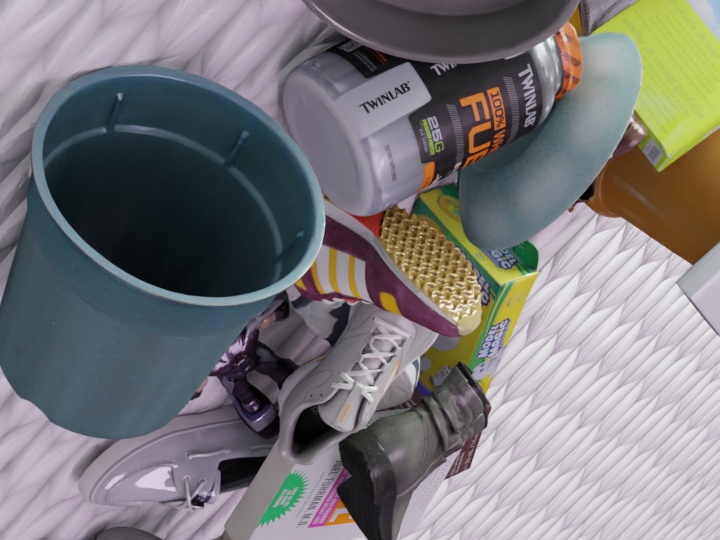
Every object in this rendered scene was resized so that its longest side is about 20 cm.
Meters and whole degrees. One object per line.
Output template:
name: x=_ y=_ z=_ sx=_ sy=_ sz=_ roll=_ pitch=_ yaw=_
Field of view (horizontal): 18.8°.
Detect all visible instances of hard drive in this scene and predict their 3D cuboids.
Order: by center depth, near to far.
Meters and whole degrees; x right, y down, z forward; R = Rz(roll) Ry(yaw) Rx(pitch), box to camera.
hard drive: x=0.354 y=-0.032 z=1.790 sx=0.200 sy=0.027 sz=0.132 roll=-43 pitch=152 yaw=4

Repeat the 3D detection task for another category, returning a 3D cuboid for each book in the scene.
book: x=-0.008 y=0.174 z=1.871 sx=0.200 sy=0.048 sz=0.134 roll=-3 pitch=135 yaw=-43

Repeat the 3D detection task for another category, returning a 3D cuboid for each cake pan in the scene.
cake pan: x=0.049 y=-0.211 z=1.436 sx=0.200 sy=0.037 sz=0.200 roll=8 pitch=149 yaw=5

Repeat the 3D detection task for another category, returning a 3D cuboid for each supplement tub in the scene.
supplement tub: x=0.055 y=-0.132 z=1.578 sx=0.200 sy=0.123 sz=0.123 roll=-29 pitch=149 yaw=-20

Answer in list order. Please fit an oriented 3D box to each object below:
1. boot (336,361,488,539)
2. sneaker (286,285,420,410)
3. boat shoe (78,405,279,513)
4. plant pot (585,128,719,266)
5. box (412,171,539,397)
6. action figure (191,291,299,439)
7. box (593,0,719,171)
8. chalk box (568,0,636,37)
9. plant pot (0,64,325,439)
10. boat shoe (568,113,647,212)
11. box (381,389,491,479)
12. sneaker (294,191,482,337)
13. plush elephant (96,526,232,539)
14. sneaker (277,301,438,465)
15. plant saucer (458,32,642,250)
boot: x=0.051 y=0.158 z=1.793 sx=0.131 sy=0.068 sz=0.200 roll=-31 pitch=157 yaw=-16
sneaker: x=0.000 y=0.000 z=1.763 sx=0.079 sy=0.130 sz=0.199 roll=-19 pitch=118 yaw=21
boat shoe: x=-0.141 y=0.168 z=1.823 sx=0.200 sy=0.069 sz=0.072 roll=-9 pitch=139 yaw=-44
plant pot: x=0.295 y=-0.092 z=1.854 sx=0.200 sy=0.183 sz=0.200 roll=-29 pitch=149 yaw=-19
box: x=0.080 y=0.019 z=1.826 sx=0.048 sy=0.117 sz=0.200 roll=-19 pitch=144 yaw=-35
action figure: x=-0.098 y=0.073 z=1.749 sx=0.130 sy=0.069 sz=0.200 roll=-33 pitch=148 yaw=1
box: x=0.286 y=-0.187 z=1.768 sx=0.200 sy=0.122 sz=0.048 roll=-35 pitch=171 yaw=-13
chalk box: x=0.193 y=-0.288 z=1.526 sx=0.200 sy=0.124 sz=0.124 roll=-36 pitch=150 yaw=-9
plant pot: x=-0.152 y=0.002 z=1.468 sx=0.200 sy=0.200 sz=0.196 roll=-15 pitch=150 yaw=-38
boat shoe: x=0.162 y=-0.080 z=1.777 sx=0.070 sy=0.070 sz=0.200 roll=-51 pitch=-178 yaw=-33
box: x=0.017 y=0.165 z=2.003 sx=0.200 sy=0.075 sz=0.100 roll=-21 pitch=146 yaw=-28
sneaker: x=0.004 y=-0.002 z=1.624 sx=0.075 sy=0.200 sz=0.090 roll=-21 pitch=146 yaw=-50
plush elephant: x=-0.159 y=0.296 z=1.873 sx=0.155 sy=0.165 sz=0.200 roll=-5 pitch=-173 yaw=32
sneaker: x=0.003 y=0.078 z=1.678 sx=0.200 sy=0.076 sz=0.092 roll=-53 pitch=-168 yaw=28
plant saucer: x=0.133 y=-0.110 z=1.678 sx=0.039 sy=0.201 sz=0.201 roll=34 pitch=107 yaw=-23
